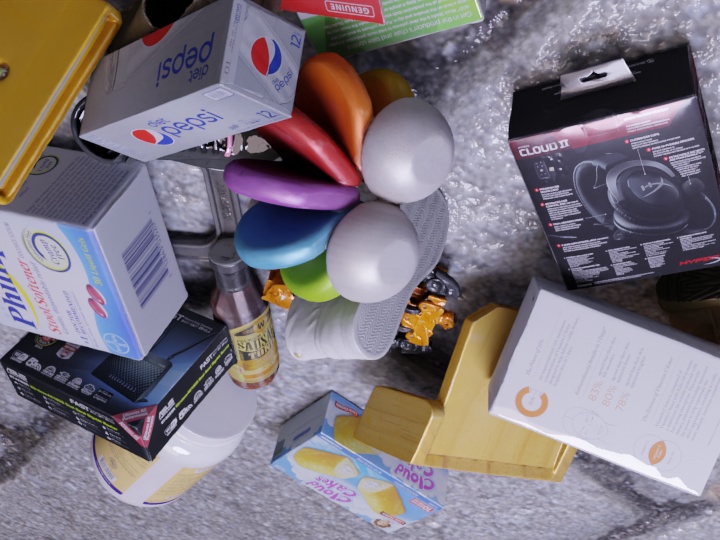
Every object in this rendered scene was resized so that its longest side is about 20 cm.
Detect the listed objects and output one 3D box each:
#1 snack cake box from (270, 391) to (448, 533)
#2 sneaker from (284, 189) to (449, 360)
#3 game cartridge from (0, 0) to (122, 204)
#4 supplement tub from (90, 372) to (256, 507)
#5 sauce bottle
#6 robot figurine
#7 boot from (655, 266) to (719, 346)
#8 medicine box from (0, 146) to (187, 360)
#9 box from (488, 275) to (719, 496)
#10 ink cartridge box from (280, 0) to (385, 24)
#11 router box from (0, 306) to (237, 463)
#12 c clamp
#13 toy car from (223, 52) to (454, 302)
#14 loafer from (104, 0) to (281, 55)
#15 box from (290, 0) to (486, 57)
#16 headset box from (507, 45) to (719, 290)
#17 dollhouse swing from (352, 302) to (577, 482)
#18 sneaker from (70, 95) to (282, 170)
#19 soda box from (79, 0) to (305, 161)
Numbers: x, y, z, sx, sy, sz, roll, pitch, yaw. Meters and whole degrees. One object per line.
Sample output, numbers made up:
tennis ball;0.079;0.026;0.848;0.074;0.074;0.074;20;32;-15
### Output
snack cake box;0.001;0.249;1.166;0.200;0.067;0.115;35;132;-19
sneaker;0.000;0.000;0.843;0.116;0.200;0.074;-11;127;44
game cartridge;-0.313;-0.172;0.724;0.200;0.176;0.032;30;176;16
supplement tub;-0.226;0.187;1.106;0.145;0.145;0.200;32;133;-17
sauce bottle;-0.130;0.050;0.997;0.066;0.066;0.200;5;139;10
robot figurine;0.005;0.016;0.939;0.200;0.058;0.145;18;136;-3
boot;0.393;0.074;0.899;0.175;0.066;0.200;-4;134;34
medicine box;-0.300;-0.023;0.923;0.200;0.103;0.182;11;136;19
box;0.232;0.101;0.842;0.200;0.097;0.125;22;100;4
ink cartridge box;-0.089;-0.253;0.655;0.200;0.045;0.176;15;143;25
router box;-0.256;0.096;0.976;0.200;0.150;0.062;19;139;24
c clamp;-0.203;-0.065;0.931;0.171;0.027;0.200;8;135;5
toy car;-0.036;-0.076;0.732;0.150;0.200;0.175;12;-170;-43
loafer;-0.145;-0.203;0.714;0.200;0.076;0.067;-3;156;42
box;-0.004;-0.260;0.682;0.144;0.036;0.200;-9;130;23
headset box;0.220;-0.086;0.769;0.149;0.077;0.200;-12;129;24
dollhouse swing;0.128;0.125;0.994;0.200;0.176;0.182;12;177;-28
sneaker;-0.161;-0.118;0.807;0.200;0.099;0.071;9;109;7
soda box;-0.130;-0.135;0.672;0.063;0.068;0.200;18;165;-40
